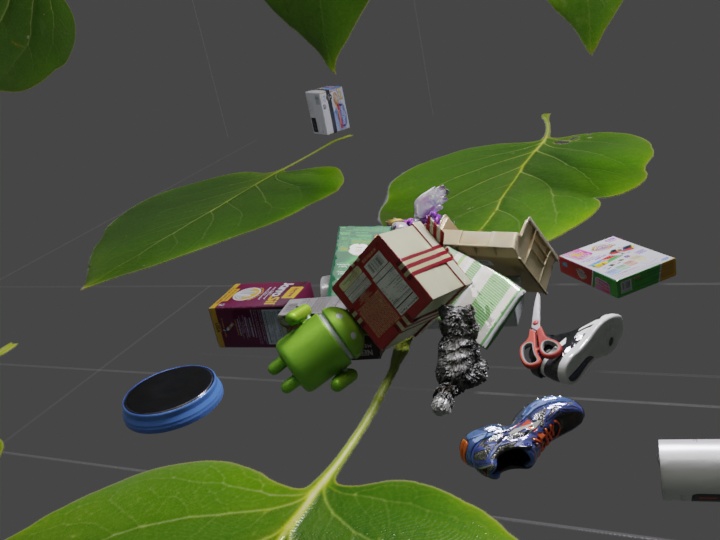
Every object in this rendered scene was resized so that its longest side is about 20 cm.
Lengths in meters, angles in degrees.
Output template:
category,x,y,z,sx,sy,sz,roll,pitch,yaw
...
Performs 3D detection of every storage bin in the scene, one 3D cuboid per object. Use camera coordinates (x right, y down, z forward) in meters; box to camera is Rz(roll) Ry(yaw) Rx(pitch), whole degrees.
category,x,y,z,sx,sy,sz,roll,pitch,yaw
storage bin,0.286,-0.037,1.727,0.199,0.199,0.094,5,65,36

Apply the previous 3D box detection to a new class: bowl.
category,x,y,z,sx,sy,sz,roll,pitch,yaw
bowl,-0.370,0.248,1.598,0.199,0.040,0.201,-10,21,4

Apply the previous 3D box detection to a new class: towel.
category,x,y,z,sx,sy,sz,roll,pitch,yaw
towel,0.209,0.054,1.613,0.199,0.023,0.153,30,78,34

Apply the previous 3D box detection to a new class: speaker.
category,x,y,z,sx,sy,sz,roll,pitch,yaw
speaker,0.486,0.256,1.044,0.199,0.082,0.081,-4,22,19

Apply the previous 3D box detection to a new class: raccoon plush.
category,x,y,z,sx,sy,sz,roll,pitch,yaw
raccoon plush,0.169,0.145,1.423,0.096,0.135,0.200,-6,22,13

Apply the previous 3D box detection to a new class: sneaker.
category,x,y,z,sx,sy,sz,roll,pitch,yaw
sneaker,0.374,0.124,1.450,0.200,0.073,0.112,-30,29,-35
sneaker,0.250,0.255,1.210,0.199,0.076,0.078,-25,32,-10

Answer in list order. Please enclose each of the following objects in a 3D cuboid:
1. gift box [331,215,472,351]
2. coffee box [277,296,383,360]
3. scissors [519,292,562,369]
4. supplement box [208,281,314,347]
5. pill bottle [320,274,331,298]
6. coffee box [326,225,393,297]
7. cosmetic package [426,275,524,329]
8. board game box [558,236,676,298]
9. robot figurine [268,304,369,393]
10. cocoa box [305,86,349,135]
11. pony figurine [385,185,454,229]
category,x,y,z,sx,sy,sz,roll,pitch,yaw
gift box,0.080,0.011,1.541,0.184,0.201,0.186,-42,-15,32
coffee box,-0.053,0.118,1.649,0.199,0.114,0.080,-4,22,18
scissors,0.307,0.104,1.450,0.073,0.014,0.200,-24,30,12
supplement box,-0.213,0.097,1.802,0.199,0.104,0.131,-3,22,22
pill bottle,0.019,0.046,1.790,0.199,0.115,0.114,-9,21,9
coffee box,0.000,0.000,1.727,0.122,0.044,0.201,0,62,14
cosmetic package,0.229,0.066,1.680,0.199,0.072,0.101,-4,23,23
board game box,0.547,-0.011,1.743,0.152,0.041,0.200,-19,22,-16
robot figurine,-0.079,0.149,1.538,0.200,0.176,0.116,-35,-5,-4
cocoa box,-0.151,-0.739,3.751,0.131,0.201,0.133,-23,23,-29
pony figurine,0.162,-0.101,2.069,0.192,0.167,0.200,-22,37,-4
